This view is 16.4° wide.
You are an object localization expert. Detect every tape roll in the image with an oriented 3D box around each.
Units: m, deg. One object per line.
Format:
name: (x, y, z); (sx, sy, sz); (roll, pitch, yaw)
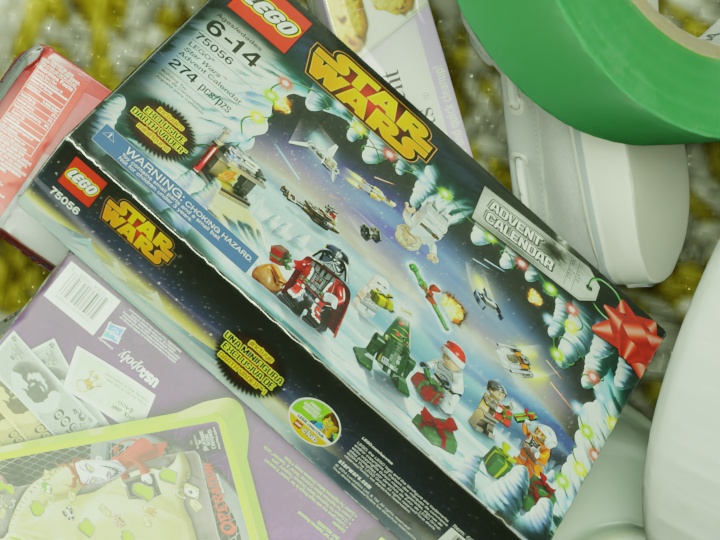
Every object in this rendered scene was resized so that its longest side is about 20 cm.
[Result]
tape roll: (0.107, -0.143, 0.837); (0.200, 0.048, 0.202); (0, 90, -39)

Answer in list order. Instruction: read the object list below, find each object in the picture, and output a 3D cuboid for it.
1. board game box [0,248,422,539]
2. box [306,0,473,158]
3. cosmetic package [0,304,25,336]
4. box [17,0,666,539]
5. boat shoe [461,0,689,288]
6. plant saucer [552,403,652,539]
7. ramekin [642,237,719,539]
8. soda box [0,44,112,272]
board game box: (-0.054, 0.101, 0.818); (0.200, 0.032, 0.120); (40, 86, -3)
box: (0.000, -0.106, 0.914); (0.041, 0.039, 0.201); (-16, 96, -9)
cosmetic package: (-0.094, 0.117, 0.882); (0.107, 0.090, 0.200); (-36, 103, -5)
box: (0.000, 0.000, 0.836); (0.200, 0.137, 0.040); (41, 128, -3)
boat shoe: (0.070, -0.089, 0.900); (0.072, 0.068, 0.201); (-50, 133, -48)
plant saucer: (0.076, 0.143, 0.893); (0.199, 0.050, 0.201); (-6, 99, -41)
ramekin: (0.176, 0.039, 0.850); (0.097, 0.200, 0.201); (23, 87, 25)
soda box: (-0.053, 0.001, 0.892); (0.200, 0.070, 0.064); (36, 84, -12)
